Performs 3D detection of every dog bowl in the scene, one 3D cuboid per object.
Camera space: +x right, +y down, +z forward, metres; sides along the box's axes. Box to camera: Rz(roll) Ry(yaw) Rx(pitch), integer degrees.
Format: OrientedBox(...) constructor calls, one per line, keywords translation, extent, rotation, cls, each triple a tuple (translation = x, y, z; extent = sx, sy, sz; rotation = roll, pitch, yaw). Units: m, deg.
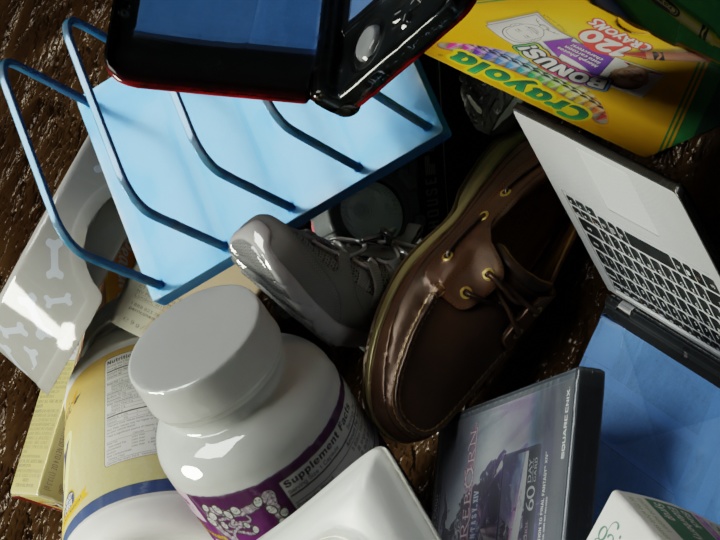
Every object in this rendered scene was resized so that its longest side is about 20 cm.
OrientedBox(translation=(-0.174, -0.023, 1.668), extent=(0.201, 0.058, 0.200), rotation=(-60, 6, 11), cls="dog bowl")

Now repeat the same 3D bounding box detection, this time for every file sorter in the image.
OrientedBox(translation=(-0.081, -0.098, 1.450), extent=(0.199, 0.123, 0.139), rotation=(-30, 67, 17), cls="file sorter")

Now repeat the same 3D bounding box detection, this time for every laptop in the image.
OrientedBox(translation=(0.118, 0.045, 1.317), extent=(0.116, 0.201, 0.187), rotation=(-35, 25, -10), cls="laptop")

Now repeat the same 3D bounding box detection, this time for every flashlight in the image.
OrientedBox(translation=(-0.018, -0.013, 1.631), extent=(0.200, 0.067, 0.068), rotation=(138, 115, -68), cls="flashlight")

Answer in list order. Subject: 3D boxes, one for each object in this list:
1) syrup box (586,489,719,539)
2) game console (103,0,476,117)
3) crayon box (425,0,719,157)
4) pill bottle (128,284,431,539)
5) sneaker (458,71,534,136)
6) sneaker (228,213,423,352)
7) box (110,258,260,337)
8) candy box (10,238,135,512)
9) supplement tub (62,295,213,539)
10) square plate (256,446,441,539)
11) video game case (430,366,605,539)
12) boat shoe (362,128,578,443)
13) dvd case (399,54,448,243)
OrientedBox(translation=(0.118, 0.212, 1.221), extent=(0.201, 0.081, 0.079), rotation=(-64, 27, 12), cls="syrup box")
OrientedBox(translation=(-0.026, -0.190, 1.302), extent=(0.172, 0.118, 0.201), rotation=(-37, 38, 46), cls="game console")
OrientedBox(translation=(0.111, -0.134, 1.360), extent=(0.119, 0.199, 0.059), rotation=(-24, 49, 55), cls="crayon box")
OrientedBox(translation=(-0.045, 0.107, 1.455), extent=(0.112, 0.200, 0.113), rotation=(-23, 32, 16), cls="pill bottle")
OrientedBox(translation=(0.129, -0.156, 1.474), extent=(0.201, 0.079, 0.074), rotation=(-55, 38, 12), cls="sneaker")
OrientedBox(translation=(0.000, 0.000, 1.490), extent=(0.075, 0.200, 0.082), rotation=(38, 95, 37), cls="sneaker")
OrientedBox(translation=(-0.075, -0.050, 1.607), extent=(0.201, 0.077, 0.095), rotation=(-62, 6, 30), cls="box")
OrientedBox(translation=(-0.155, 0.076, 1.811), extent=(0.055, 0.115, 0.201), rotation=(-7, 64, 60), cls="candy box")
OrientedBox(translation=(-0.118, 0.122, 1.673), extent=(0.144, 0.144, 0.201), rotation=(-47, 33, 36), cls="supplement tub")
OrientedBox(translation=(0.001, 0.218, 1.370), extent=(0.200, 0.028, 0.199), rotation=(-40, 76, 45), cls="square plate")
OrientedBox(translation=(0.076, 0.135, 1.368), extent=(0.200, 0.019, 0.144), rotation=(151, 127, -68), cls="video game case")
OrientedBox(translation=(0.069, 0.006, 1.452), extent=(0.067, 0.072, 0.201), rotation=(3, 58, 58), cls="boat shoe")
OrientedBox(translation=(0.006, -0.094, 1.654), extent=(0.200, 0.025, 0.151), rotation=(-145, 47, -63), cls="dvd case")
